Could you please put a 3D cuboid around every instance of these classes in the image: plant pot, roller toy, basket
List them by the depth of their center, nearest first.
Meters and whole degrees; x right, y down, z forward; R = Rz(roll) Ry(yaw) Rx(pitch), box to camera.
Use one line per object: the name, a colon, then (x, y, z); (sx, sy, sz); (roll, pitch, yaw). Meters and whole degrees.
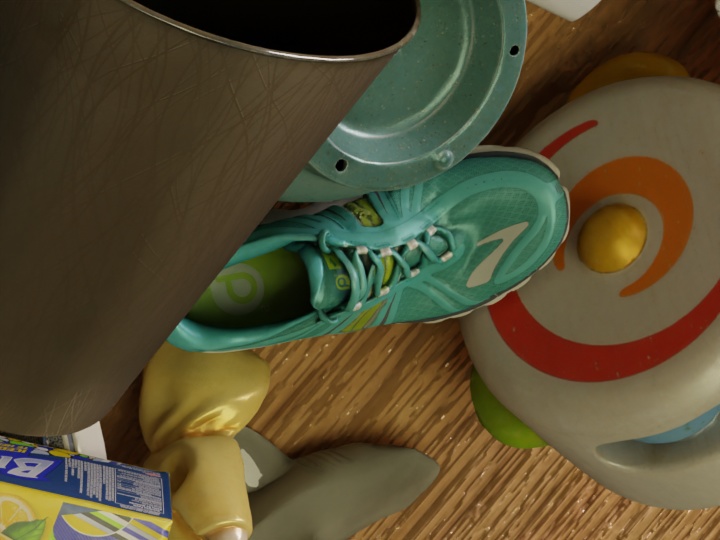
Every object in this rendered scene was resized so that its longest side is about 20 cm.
basket: (-0.099, -0.047, 0.866); (0.180, 0.136, 0.200); (1, 133, -45)
plant pot: (-0.012, -0.112, 0.990); (0.199, 0.134, 0.201); (-14, 120, -26)
roller toy: (0.144, 0.007, 1.104); (0.201, 0.182, 0.140); (-59, 141, -6)

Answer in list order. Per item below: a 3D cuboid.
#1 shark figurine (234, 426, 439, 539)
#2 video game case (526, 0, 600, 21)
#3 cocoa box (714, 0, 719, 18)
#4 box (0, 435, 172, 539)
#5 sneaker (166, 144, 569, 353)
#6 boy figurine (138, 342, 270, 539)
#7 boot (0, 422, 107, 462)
shark figurine: (-0.051, 0.166, 1.137); (0.128, 0.089, 0.215); (34, 91, -37)
video game case: (0.008, -0.183, 0.869); (0.023, 0.183, 0.200); (-37, 164, 16)
cocoa box: (0.260, -0.134, 1.091); (0.200, 0.133, 0.132); (45, 51, -56)
box: (-0.184, 0.105, 0.986); (0.199, 0.064, 0.070); (14, 101, -9)
sneaker: (0.000, 0.000, 1.043); (0.199, 0.080, 0.078); (-17, 99, 2)
boy figurine: (-0.077, 0.125, 1.070); (0.064, 0.201, 0.124); (11, 152, -20)
boot: (-0.174, 0.141, 1.054); (0.090, 0.073, 0.201); (-6, 117, -36)
